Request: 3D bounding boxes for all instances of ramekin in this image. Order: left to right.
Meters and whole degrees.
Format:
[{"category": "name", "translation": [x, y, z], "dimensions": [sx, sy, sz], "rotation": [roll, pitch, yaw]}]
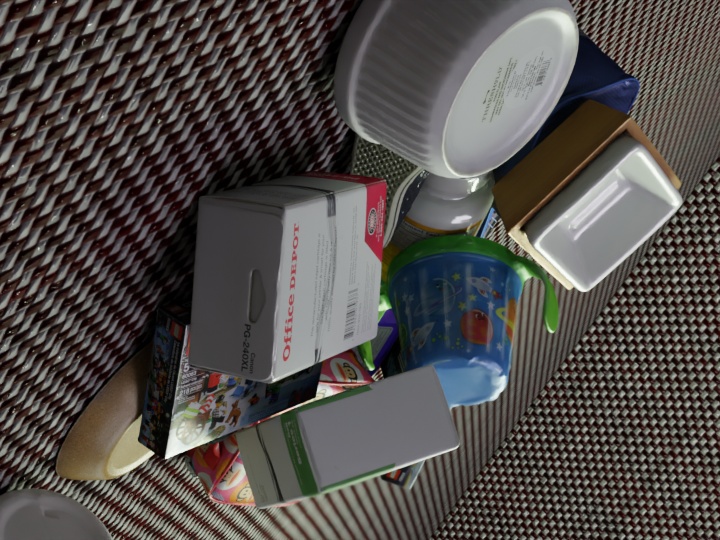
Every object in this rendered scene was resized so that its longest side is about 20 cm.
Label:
[{"category": "ramekin", "translation": [0.085, -0.169, 1.440], "dimensions": [0.200, 0.105, 0.200], "rotation": [-36, 148, -27]}]

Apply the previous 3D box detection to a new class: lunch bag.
[{"category": "lunch bag", "translation": [-0.093, 0.167, 1.920], "dimensions": [0.176, 0.082, 0.200], "rotation": [8, 127, -45]}, {"category": "lunch bag", "translation": [0.169, -0.153, 1.791], "dimensions": [0.136, 0.132, 0.200], "rotation": [-19, 146, -34]}]

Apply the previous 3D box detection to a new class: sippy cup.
[{"category": "sippy cup", "translation": [0.092, 0.056, 1.725], "dimensions": [0.178, 0.140, 0.130], "rotation": [-41, -142, 46]}]

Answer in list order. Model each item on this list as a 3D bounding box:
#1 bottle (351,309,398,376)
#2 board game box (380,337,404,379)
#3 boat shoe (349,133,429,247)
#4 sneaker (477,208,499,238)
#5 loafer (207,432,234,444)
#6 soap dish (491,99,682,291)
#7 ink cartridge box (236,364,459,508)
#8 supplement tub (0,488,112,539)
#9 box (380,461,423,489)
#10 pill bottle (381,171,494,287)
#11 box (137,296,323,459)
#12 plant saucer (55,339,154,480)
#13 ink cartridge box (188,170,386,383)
[{"category": "bottle", "translation": [0.019, 0.034, 1.958], "dimensions": [0.065, 0.084, 0.200], "rotation": [5, 138, -26]}, {"category": "board game box", "translation": [0.058, 0.058, 1.989], "dimensions": [0.200, 0.028, 0.135], "rotation": [-106, -145, -68]}, {"category": "boat shoe", "translation": [0.031, -0.103, 1.623], "dimensions": [0.062, 0.075, 0.200], "rotation": [-53, 167, -50]}, {"category": "sneaker", "translation": [0.142, -0.081, 2.055], "dimensions": [0.078, 0.070, 0.200], "rotation": [-22, 151, -52]}, {"category": "loafer", "translation": [-0.111, 0.079, 1.717], "dimensions": [0.201, 0.068, 0.070], "rotation": [-57, 157, 12]}, {"category": "soap dish", "translation": [0.221, -0.072, 1.742], "dimensions": [0.157, 0.081, 0.200], "rotation": [-43, 152, 6]}, {"category": "ink cartridge box", "translation": [-0.018, 0.159, 1.682], "dimensions": [0.146, 0.084, 0.200], "rotation": [-16, 175, -23]}, {"category": "supplement tub", "translation": [-0.307, 0.299, 1.568], "dimensions": [0.132, 0.132, 0.200], "rotation": [-30, 157, -54]}, {"category": "box", "translation": [0.072, 0.124, 1.990], "dimensions": [0.137, 0.040, 0.200], "rotation": [-100, -147, -66]}, {"category": "pill bottle", "translation": [0.067, -0.066, 1.761], "dimensions": [0.113, 0.113, 0.200], "rotation": [-40, 165, -32]}, {"category": "box", "translation": [-0.107, 0.076, 1.610], "dimensions": [0.200, 0.038, 0.137], "rotation": [-19, 130, -47]}, {"category": "plant saucer", "translation": [-0.194, 0.127, 1.644], "dimensions": [0.200, 0.035, 0.200], "rotation": [-45, 167, -14]}, {"category": "ink cartridge box", "translation": [-0.058, 0.000, 1.490], "dimensions": [0.200, 0.083, 0.145], "rotation": [-19, 116, -63]}]
